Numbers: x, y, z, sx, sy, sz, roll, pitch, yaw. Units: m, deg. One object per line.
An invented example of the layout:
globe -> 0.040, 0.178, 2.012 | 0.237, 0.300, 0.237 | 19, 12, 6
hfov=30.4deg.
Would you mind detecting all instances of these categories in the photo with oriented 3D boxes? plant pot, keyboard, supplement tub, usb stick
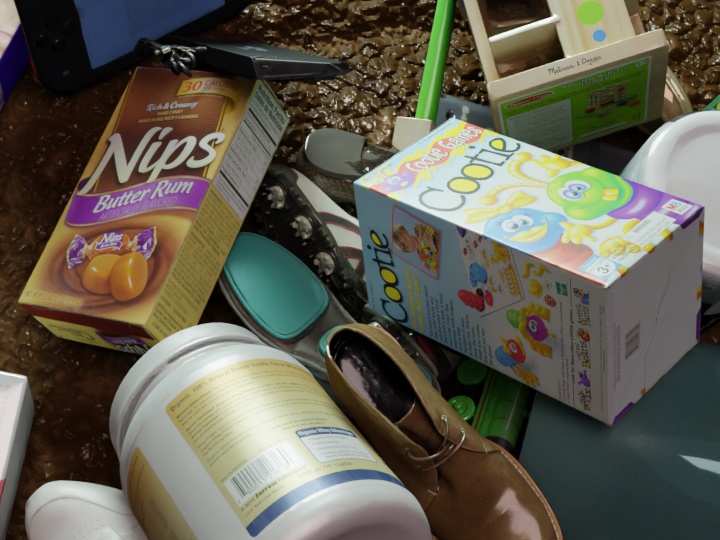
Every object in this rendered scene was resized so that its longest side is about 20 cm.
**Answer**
plant pot -> 0.185, 0.135, 0.875 | 0.159, 0.201, 0.203 | 15, 67, 12
keyboard -> -0.097, -0.148, 0.927 | 0.125, 0.200, 0.021 | 0, 103, -24
supplement tub -> 0.217, -0.017, 0.926 | 0.120, 0.200, 0.124 | 3, 69, -8
usb stick -> 0.136, -0.089, 1.029 | 0.197, 0.033, 0.056 | 16, 69, -3
supplement tub -> -0.062, 0.137, 0.813 | 0.143, 0.146, 0.200 | -27, 43, -18

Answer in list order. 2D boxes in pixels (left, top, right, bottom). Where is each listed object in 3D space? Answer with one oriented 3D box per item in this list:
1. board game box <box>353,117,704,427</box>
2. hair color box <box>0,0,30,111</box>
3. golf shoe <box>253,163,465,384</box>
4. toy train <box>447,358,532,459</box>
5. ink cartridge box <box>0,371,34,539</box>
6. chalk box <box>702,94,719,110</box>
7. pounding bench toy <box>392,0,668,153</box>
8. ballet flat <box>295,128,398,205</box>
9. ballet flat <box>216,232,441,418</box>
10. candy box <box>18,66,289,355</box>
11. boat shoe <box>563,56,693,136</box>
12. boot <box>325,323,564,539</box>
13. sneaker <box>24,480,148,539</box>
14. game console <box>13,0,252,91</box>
board game box -> 0.104, -0.006, 0.840 | 0.199, 0.106, 0.103 | 25, 46, 38
hair color box -> -0.296, -0.187, 0.973 | 0.108, 0.065, 0.202 | 22, 69, -2
golf shoe -> 0.000, 0.000, 0.961 | 0.088, 0.077, 0.201 | -34, 83, -37
toy train -> 0.101, 0.067, 0.934 | 0.056, 0.042, 0.202 | 4, 50, 23
ink cartridge box -> -0.321, 0.128, 0.842 | 0.197, 0.083, 0.149 | 11, 69, -6
chalk box -> 0.339, -0.091, 0.995 | 0.197, 0.125, 0.126 | -4, 70, -26
pounding bench toy -> 0.103, -0.174, 0.960 | 0.197, 0.124, 0.158 | -17, 72, 6
ballet flat -> 0.046, -0.055, 0.995 | 0.197, 0.047, 0.068 | 15, 51, -7
ballet flat -> -0.030, 0.053, 0.910 | 0.199, 0.064, 0.067 | 38, 54, 23
candy box -> -0.142, -0.044, 0.925 | 0.115, 0.057, 0.202 | 8, 62, 30
boat shoe -> 0.174, -0.163, 1.047 | 0.064, 0.071, 0.200 | -41, 71, -16
boot -> 0.045, 0.113, 0.802 | 0.074, 0.075, 0.200 | -42, 77, -2
sneaker -> -0.138, 0.207, 0.833 | 0.200, 0.100, 0.075 | 42, 91, 8
game console -> -0.158, -0.225, 0.952 | 0.198, 0.178, 0.031 | -30, 64, -19
